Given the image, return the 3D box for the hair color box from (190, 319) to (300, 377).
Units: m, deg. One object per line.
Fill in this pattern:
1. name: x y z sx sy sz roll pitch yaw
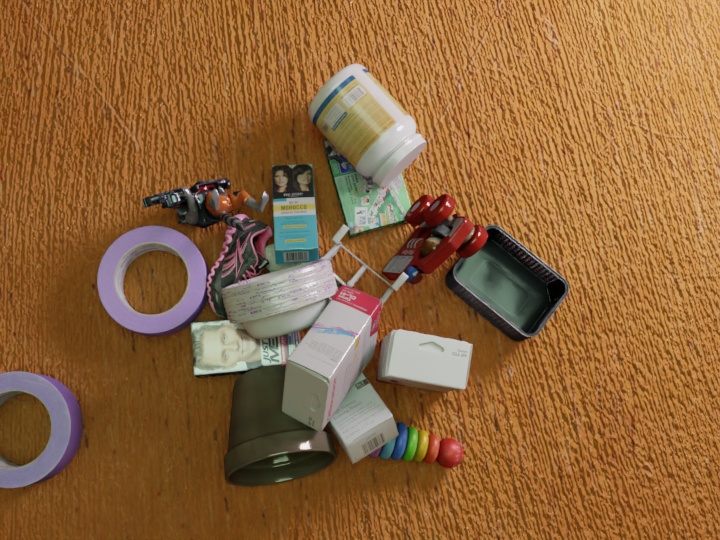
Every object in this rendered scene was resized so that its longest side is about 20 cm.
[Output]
1. hair color box: -0.211 0.140 1.551 0.198 0.061 0.101 -5 80 -4

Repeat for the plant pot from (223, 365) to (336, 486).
1. plant pot: -0.155 0.270 1.480 0.198 0.200 0.175 -11 65 -6

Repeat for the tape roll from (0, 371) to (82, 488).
1. tape roll: -0.606 0.283 1.486 0.198 0.085 0.202 1 79 -3

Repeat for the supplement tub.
1. supplement tub: 0.013 -0.271 1.567 0.145 0.145 0.200 -42 85 -10

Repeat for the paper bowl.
1. paper bowl: -0.136 0.054 1.454 0.199 0.201 0.105 -15 94 -6

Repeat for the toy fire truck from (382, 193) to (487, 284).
1. toy fire truck: 0.128 -0.043 1.539 0.112 0.200 0.168 41 80 -17

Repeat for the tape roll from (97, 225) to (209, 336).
1. tape roll: -0.385 0.021 1.558 0.198 0.066 0.202 1 81 -4

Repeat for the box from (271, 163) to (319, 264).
1. box: -0.124 -0.108 1.569 0.082 0.049 0.201 -3 57 -5

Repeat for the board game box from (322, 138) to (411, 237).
1. board game box: 0.015 -0.178 1.638 0.134 0.029 0.201 -14 81 -7

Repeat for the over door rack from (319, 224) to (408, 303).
1. over door rack: 0.000 0.000 1.517 0.147 0.200 0.067 38 81 1

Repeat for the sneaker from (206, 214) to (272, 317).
1. sneaker: -0.219 -0.006 1.554 0.095 0.079 0.201 10 80 26

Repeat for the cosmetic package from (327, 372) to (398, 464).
1. cosmetic package: -0.025 0.234 1.490 0.101 0.074 0.200 -30 49 -12

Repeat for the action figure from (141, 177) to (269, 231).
1. action figure: -0.292 -0.111 1.532 0.199 0.193 0.105 -19 100 -40

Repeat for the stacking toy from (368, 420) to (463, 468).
1. stacking toy: 0.095 0.318 1.535 0.199 0.085 0.086 13 79 -6

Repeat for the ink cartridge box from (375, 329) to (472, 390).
1. ink cartridge box: 0.108 0.166 1.497 0.144 0.200 0.084 10 79 -2

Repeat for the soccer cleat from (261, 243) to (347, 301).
1. soccer cleat: -0.098 0.005 1.573 0.199 0.078 0.070 31 79 2

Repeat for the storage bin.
1. storage bin: 0.277 0.026 1.589 0.200 0.094 0.135 39 80 4

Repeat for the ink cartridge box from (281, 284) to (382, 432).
1. ink cartridge box: -0.047 0.146 1.409 0.085 0.148 0.200 25 46 16
